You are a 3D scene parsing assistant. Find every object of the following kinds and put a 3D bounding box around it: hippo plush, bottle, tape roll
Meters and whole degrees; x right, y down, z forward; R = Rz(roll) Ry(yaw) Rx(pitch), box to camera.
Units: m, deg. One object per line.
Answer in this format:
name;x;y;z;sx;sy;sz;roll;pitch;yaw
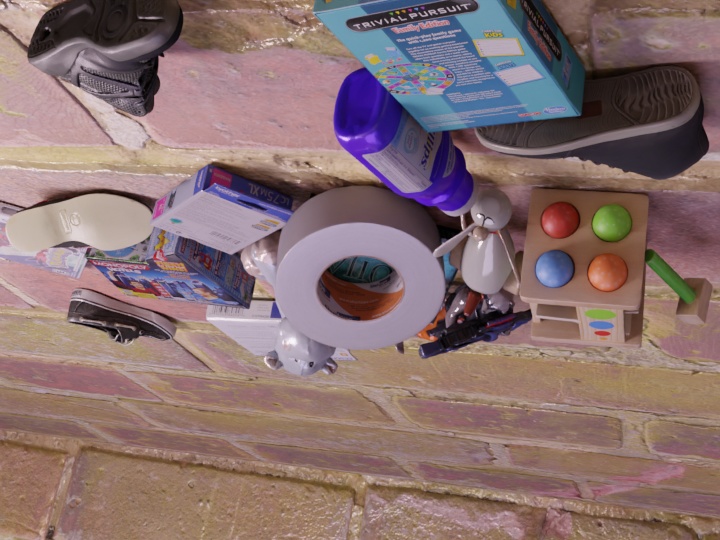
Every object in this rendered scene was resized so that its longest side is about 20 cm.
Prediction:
hippo plush;-0.091;0.051;1.460;0.157;0.164;0.200;13;160;-11
bottle;0.050;-0.113;1.051;0.064;0.085;0.199;-4;156;33
tape roll;0.000;0.000;1.284;0.196;0.067;0.202;1;133;1

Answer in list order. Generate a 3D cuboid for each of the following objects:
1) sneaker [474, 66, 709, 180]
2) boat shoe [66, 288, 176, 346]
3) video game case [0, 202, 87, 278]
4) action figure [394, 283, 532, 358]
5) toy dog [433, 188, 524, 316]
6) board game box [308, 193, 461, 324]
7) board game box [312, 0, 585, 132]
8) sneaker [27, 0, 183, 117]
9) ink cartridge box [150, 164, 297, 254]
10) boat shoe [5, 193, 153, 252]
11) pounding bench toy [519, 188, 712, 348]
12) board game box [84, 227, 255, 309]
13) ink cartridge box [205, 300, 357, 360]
sneaker;0.205;-0.115;0.978;0.197;0.076;0.106;-1;155;26
boat shoe;-0.408;0.093;1.884;0.198;0.065;0.070;22;157;-31
video game case;-0.481;-0.045;1.598;0.179;0.023;0.200;16;160;-16
action figure;0.121;0.054;1.455;0.198;0.106;0.192;-14;174;-43
toy dog;0.130;-0.013;1.214;0.130;0.097;0.200;16;162;35
board game box;0.017;-0.011;1.342;0.196;0.028;0.137;13;128;-9
board game box;0.078;-0.185;0.894;0.149;0.048;0.200;-2;157;31
sneaker;-0.196;-0.194;0.968;0.197;0.078;0.113;-6;158;45
ink cartridge box;-0.163;-0.074;1.334;0.118;0.043;0.199;20;161;-26
boat shoe;-0.356;-0.065;1.431;0.198;0.075;0.063;-5;-166;12
pounding bench toy;0.280;-0.001;1.188;0.196;0.126;0.156;4;160;15
board game box;-0.263;-0.017;1.509;0.196;0.063;0.200;6;159;12
ink cartridge box;-0.121;0.096;1.786;0.193;0.044;0.200;1;161;20
